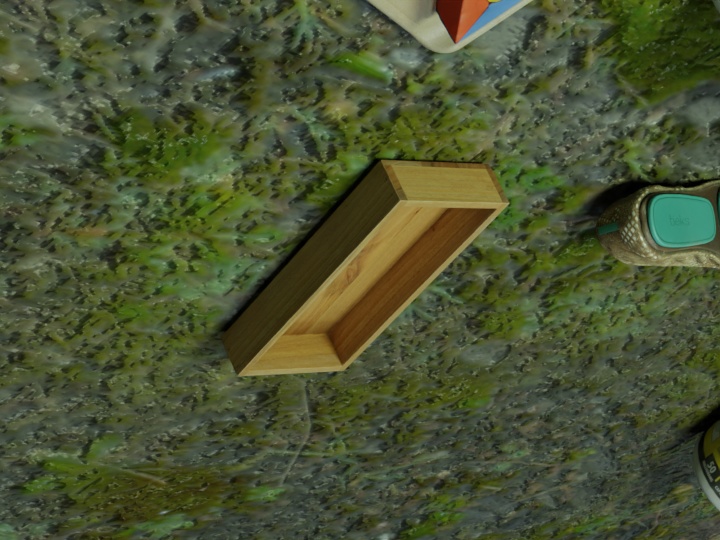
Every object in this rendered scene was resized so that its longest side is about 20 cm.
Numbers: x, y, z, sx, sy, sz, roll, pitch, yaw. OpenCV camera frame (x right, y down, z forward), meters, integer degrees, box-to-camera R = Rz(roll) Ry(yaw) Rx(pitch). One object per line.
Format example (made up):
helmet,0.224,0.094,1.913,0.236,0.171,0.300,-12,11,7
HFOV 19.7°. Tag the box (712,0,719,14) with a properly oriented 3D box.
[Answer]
box,0.363,-0.166,1.276,0.200,0.131,0.198,-41,151,29

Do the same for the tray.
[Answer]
tray,0.000,0.000,1.378,0.098,0.037,0.200,-1,146,-42

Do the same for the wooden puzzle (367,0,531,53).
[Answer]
wooden puzzle,0.076,-0.188,1.071,0.185,0.046,0.200,-32,154,15

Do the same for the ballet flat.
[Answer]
ballet flat,0.245,-0.033,1.528,0.199,0.071,0.065,7,168,-44

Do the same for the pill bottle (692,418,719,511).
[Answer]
pill bottle,0.415,0.149,1.960,0.111,0.112,0.200,-2,146,-40
